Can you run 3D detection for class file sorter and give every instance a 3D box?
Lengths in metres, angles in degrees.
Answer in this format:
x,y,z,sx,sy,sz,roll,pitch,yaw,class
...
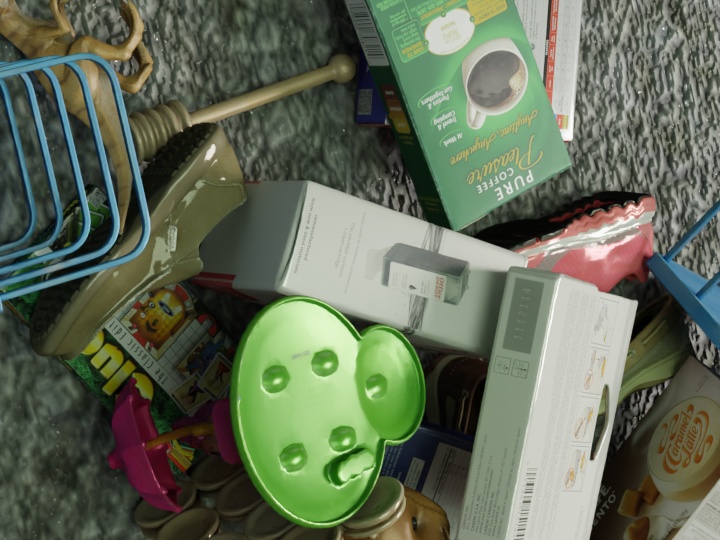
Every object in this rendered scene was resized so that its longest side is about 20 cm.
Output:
x,y,z,sx,sy,sz,roll,pitch,yaw,class
-0.235,-0.062,1.083,0.122,0.200,0.140,-19,104,-30,file sorter
0.360,0.036,1.394,0.123,0.200,0.138,-47,143,16,file sorter

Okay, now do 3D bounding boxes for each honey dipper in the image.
x,y,z,sx,sy,sz,roll,pitch,yaw,class
-0.084,-0.123,1.258,0.199,0.038,0.038,-22,105,-28,honey dipper

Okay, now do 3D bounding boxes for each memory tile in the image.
x,y,z,sx,sy,sz,roll,pitch,yaw,class
-0.067,0.167,1.192,0.153,0.200,0.017,-32,117,-16,memory tile

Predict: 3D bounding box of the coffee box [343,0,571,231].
x,y,z,sx,sy,sz,roll,pitch,yaw,class
0.072,-0.143,1.285,0.123,0.044,0.201,-31,108,-24,coffee box

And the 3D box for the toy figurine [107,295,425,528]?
x,y,z,sx,sy,sz,roll,pitch,yaw,class
-0.083,0.101,1.182,0.199,0.183,0.151,-16,93,-52,toy figurine

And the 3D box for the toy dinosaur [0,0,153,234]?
x,y,z,sx,sy,sz,roll,pitch,yaw,class
-0.187,-0.127,1.182,0.106,0.060,0.200,-37,88,-20,toy dinosaur

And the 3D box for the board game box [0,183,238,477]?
x,y,z,sx,sy,sz,roll,pitch,yaw,class
-0.163,0.045,1.236,0.105,0.023,0.200,-48,115,-15,board game box

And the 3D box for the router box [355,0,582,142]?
x,y,z,sx,sy,sz,roll,pitch,yaw,class
0.089,-0.207,1.344,0.178,0.049,0.202,3,93,-30,router box

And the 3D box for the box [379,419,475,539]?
x,y,z,sx,sy,sz,roll,pitch,yaw,class
0.033,0.173,1.315,0.199,0.032,0.122,19,97,-7,box

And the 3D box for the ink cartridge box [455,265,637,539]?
x,y,z,sx,sy,sz,roll,pitch,yaw,class
0.140,0.107,1.268,0.176,0.044,0.202,14,87,-63,ink cartridge box

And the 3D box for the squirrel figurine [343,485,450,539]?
x,y,z,sx,sy,sz,roll,pitch,yaw,class
-0.010,0.247,1.207,0.198,0.142,0.188,-4,90,-5,squirrel figurine

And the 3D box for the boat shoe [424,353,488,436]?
x,y,z,sx,sy,sz,roll,pitch,yaw,class
0.099,0.168,1.367,0.074,0.075,0.204,-21,105,-27,boat shoe

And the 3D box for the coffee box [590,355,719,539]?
x,y,z,sx,sy,sz,roll,pitch,yaw,class
0.263,0.189,1.411,0.080,0.114,0.200,33,98,-32,coffee box

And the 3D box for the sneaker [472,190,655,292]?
x,y,z,sx,sy,sz,roll,pitch,yaw,class
0.166,-0.003,1.393,0.199,0.074,0.087,-18,104,-28,sneaker

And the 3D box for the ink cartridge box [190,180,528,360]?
x,y,z,sx,sy,sz,roll,pitch,yaw,class
0.000,0.000,1.254,0.199,0.145,0.085,20,83,-30,ink cartridge box

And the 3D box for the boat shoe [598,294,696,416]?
x,y,z,sx,sy,sz,roll,pitch,yaw,class
0.197,0.079,1.422,0.200,0.073,0.064,-20,97,-30,boat shoe

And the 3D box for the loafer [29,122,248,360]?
x,y,z,sx,sy,sz,roll,pitch,yaw,class
-0.147,-0.011,1.180,0.067,0.076,0.200,44,80,-25,loafer
